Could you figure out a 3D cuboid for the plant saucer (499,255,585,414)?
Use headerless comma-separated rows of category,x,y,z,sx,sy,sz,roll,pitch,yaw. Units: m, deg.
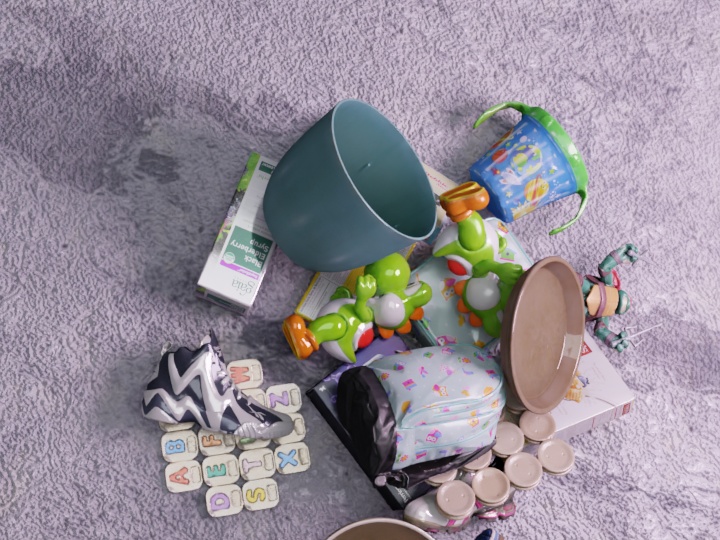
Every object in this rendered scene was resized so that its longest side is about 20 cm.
plant saucer,0.230,0.081,1.605,0.200,0.029,0.202,-9,101,-54

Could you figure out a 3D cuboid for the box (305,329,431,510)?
box,0.043,0.199,1.691,0.141,0.079,0.200,-37,88,-13

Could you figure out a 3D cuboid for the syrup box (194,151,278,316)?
syrup box,-0.150,-0.048,1.697,0.078,0.081,0.201,22,74,-5

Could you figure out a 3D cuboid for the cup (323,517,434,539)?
cup,0.015,0.405,1.602,0.199,0.143,0.202,0,87,-7

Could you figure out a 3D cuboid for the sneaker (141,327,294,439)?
sneaker,-0.177,0.144,1.639,0.198,0.079,0.131,10,85,2

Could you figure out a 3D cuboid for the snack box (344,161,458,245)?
snack box,0.035,-0.128,1.743,0.199,0.037,0.116,32,39,-3

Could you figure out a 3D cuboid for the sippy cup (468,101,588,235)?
sippy cup,0.229,-0.139,1.772,0.130,0.140,0.178,-35,48,-5

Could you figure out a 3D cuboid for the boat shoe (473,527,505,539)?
boat shoe,0.157,0.444,1.674,0.072,0.072,0.201,23,86,-11

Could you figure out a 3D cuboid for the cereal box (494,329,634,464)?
cereal box,0.252,0.166,1.723,0.199,0.040,0.144,-21,51,-14

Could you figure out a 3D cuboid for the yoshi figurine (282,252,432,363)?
yoshi figurine,-0.008,0.038,1.651,0.199,0.112,0.113,-22,45,-8

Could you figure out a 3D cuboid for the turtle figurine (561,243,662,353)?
turtle figurine,0.335,0.042,1.756,0.199,0.100,0.151,2,80,-36

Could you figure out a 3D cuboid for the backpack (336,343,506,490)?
backpack,0.085,0.172,1.577,0.199,0.127,0.167,-7,43,-19

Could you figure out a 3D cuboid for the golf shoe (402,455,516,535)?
golf shoe,0.128,0.289,1.653,0.199,0.072,0.093,-5,100,-46

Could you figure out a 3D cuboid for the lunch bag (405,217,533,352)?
lunch bag,0.150,0.039,1.742,0.200,0.077,0.161,-36,89,-15

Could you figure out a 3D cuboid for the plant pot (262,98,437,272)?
plant pot,-0.027,-0.091,1.602,0.160,0.200,0.201,-31,85,29

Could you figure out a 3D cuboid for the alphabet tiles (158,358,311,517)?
alphabet tiles,-0.167,0.221,1.676,0.194,0.015,0.202,-7,81,-12

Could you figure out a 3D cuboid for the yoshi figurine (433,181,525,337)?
yoshi figurine,0.177,-0.016,1.653,0.112,0.112,0.201,-29,106,-40

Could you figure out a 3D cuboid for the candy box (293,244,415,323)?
candy box,0.000,0.000,1.742,0.102,0.026,0.201,29,75,5

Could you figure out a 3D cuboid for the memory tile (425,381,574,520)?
memory tile,0.165,0.229,1.632,0.199,0.017,0.154,-19,55,-18
